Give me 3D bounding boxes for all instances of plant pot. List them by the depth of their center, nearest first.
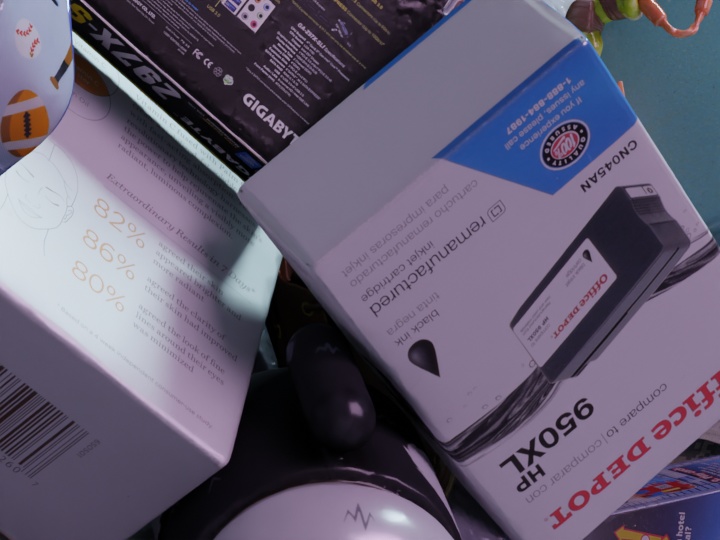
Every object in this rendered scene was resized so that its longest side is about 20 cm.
[{"bbox_3d":[0.150,-0.039,1.324,0.199,0.142,0.142,-26,60,-15],"label":"plant pot"}]

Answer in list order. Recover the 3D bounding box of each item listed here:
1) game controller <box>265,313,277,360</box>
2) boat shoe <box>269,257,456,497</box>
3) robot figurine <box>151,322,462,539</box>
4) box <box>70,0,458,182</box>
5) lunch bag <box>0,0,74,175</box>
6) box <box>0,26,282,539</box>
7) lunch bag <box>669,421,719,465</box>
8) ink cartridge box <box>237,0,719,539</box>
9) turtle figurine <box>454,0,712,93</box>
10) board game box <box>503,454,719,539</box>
[{"bbox_3d":[0.000,0.000,1.303,0.042,0.104,0.201,70,1,-75],"label":"game controller"},{"bbox_3d":[-0.010,0.015,1.242,0.068,0.072,0.201,74,-2,-74],"label":"boat shoe"},{"bbox_3d":[-0.019,0.116,1.124,0.151,0.125,0.200,52,6,-23],"label":"robot figurine"},{"bbox_3d":[-0.055,-0.150,1.146,0.200,0.049,0.160,40,74,-17],"label":"box"},{"bbox_3d":[-0.201,-0.083,1.044,0.075,0.199,0.161,35,37,-48],"label":"lunch bag"},{"bbox_3d":[-0.125,-0.003,1.146,0.152,0.106,0.201,40,34,-20],"label":"box"},{"bbox_3d":[0.122,0.045,1.412,0.199,0.118,0.165,11,49,-30],"label":"lunch bag"},{"bbox_3d":[0.067,0.003,1.145,0.200,0.144,0.084,52,-4,-35],"label":"ink cartridge box"},{"bbox_3d":[0.067,-0.093,1.241,0.161,0.201,0.064,32,-6,-7],"label":"turtle figurine"},{"bbox_3d":[0.151,0.172,1.306,0.199,0.062,0.201,8,91,-30],"label":"board game box"}]
